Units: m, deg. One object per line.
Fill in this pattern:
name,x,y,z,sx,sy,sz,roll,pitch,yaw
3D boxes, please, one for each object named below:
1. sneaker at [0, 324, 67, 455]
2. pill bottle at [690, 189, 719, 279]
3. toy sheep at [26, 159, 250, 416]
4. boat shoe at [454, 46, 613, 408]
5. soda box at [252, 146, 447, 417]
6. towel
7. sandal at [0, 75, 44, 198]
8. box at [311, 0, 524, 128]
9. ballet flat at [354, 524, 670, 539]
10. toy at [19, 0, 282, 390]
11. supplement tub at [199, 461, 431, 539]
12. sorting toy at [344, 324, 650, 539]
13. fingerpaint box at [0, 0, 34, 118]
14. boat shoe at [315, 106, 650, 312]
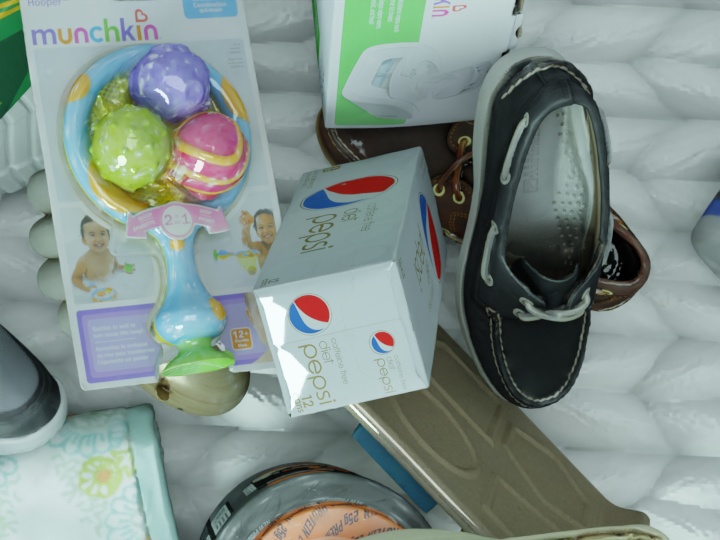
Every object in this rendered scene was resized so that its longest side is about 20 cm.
sneaker,-0.235,0.016,0.980,0.200,0.114,0.076,32,60,3
pill bottle,0.278,-0.068,1.052,0.114,0.114,0.200,35,84,-3
toy sheep,-0.106,-0.019,1.001,0.137,0.138,0.201,-19,93,-7
boat shoe,0.093,-0.010,0.979,0.074,0.060,0.201,-5,118,-15
soda box,0.000,0.000,0.938,0.068,0.200,0.064,-12,107,9
towel,-0.174,0.182,1.023,0.171,0.048,0.201,-10,88,-7
sandal,-0.173,-0.089,1.034,0.202,0.083,0.050,-22,47,-9
box,0.024,-0.191,0.968,0.096,0.200,0.177,-3,71,-5
ballet flat,0.053,0.142,0.843,0.199,0.069,0.070,-6,87,-28
toy,-0.088,-0.050,0.921,0.115,0.047,0.201,-6,83,-26
supplement tub,-0.021,0.159,0.963,0.122,0.200,0.123,0,87,-7
sorting toy,0.061,0.100,0.992,0.200,0.185,0.036,42,107,-1
fingerpaint box,-0.235,-0.175,0.991,0.200,0.073,0.167,41,83,19
boat shoe,0.069,-0.045,1.051,0.200,0.070,0.071,28,85,-3
